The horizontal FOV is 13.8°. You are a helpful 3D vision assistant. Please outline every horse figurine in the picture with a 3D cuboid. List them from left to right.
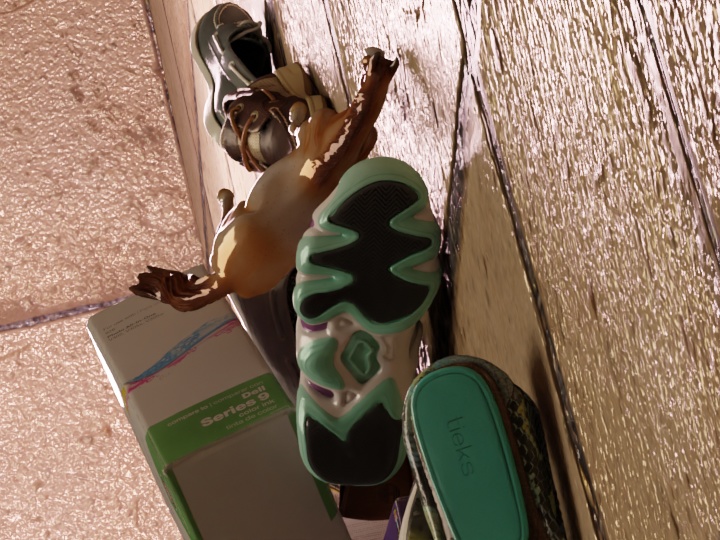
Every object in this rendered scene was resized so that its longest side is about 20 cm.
[{"bbox_3d":[-0.043,-0.042,1.614,0.050,0.200,0.133,39,-173,-15],"label":"horse figurine"}]

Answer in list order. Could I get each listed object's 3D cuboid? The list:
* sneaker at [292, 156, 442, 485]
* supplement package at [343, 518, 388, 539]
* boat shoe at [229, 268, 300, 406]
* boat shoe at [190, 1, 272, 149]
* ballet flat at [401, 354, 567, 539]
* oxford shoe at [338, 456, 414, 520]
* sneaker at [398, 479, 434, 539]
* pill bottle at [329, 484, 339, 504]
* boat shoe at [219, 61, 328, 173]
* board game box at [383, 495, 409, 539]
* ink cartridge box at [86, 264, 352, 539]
[{"bbox_3d":[0.000,0.000,1.588,0.140,0.077,0.201,-88,7,-56],"label":"sneaker"},{"bbox_3d":[0.001,0.242,1.796,0.200,0.119,0.122,-118,17,-69],"label":"supplement package"},{"bbox_3d":[-0.021,0.047,1.809,0.068,0.072,0.200,36,153,45],"label":"boat shoe"},{"bbox_3d":[-0.084,-0.156,2.268,0.062,0.073,0.200,-49,25,24],"label":"boat shoe"},{"bbox_3d":[0.068,0.135,1.287,0.074,0.074,0.201,121,141,-81],"label":"ballet flat"},{"bbox_3d":[-0.002,0.047,1.715,0.071,0.071,0.201,102,159,-85],"label":"oxford shoe"},{"bbox_3d":[0.055,0.173,1.372,0.085,0.074,0.201,-126,26,-78],"label":"sneaker"},{"bbox_3d":[-0.039,0.252,2.242,0.200,0.112,0.113,-108,9,-51],"label":"pill bottle"},{"bbox_3d":[-0.057,-0.087,1.976,0.200,0.072,0.072,-114,14,-66],"label":"boat shoe"},{"bbox_3d":[0.054,0.214,1.559,0.200,0.056,0.166,99,158,-73],"label":"board game box"},{"bbox_3d":[-0.077,0.108,1.708,0.146,0.087,0.200,68,171,-29],"label":"ink cartridge box"}]
